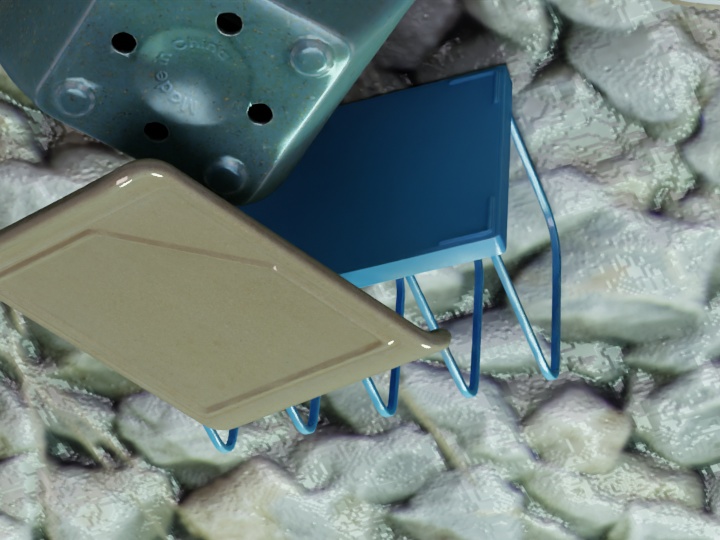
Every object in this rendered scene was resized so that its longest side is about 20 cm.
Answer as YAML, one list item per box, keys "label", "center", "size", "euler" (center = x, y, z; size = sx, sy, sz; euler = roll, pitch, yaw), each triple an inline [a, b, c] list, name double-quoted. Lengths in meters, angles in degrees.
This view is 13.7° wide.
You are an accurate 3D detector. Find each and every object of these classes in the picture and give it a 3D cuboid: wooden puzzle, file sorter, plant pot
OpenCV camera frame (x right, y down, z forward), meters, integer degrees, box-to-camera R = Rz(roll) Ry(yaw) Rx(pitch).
- label: "wooden puzzle"
  center: [-0.082, 0.010, 1.459]
  size: [0.200, 0.037, 0.185]
  euler: [29, 149, -28]
- label: "file sorter"
  center: [0.000, 0.000, 1.590]
  size: [0.200, 0.139, 0.123]
  euler: [-13, 130, 16]
- label: "plant pot"
  center: [-0.070, -0.147, 1.438]
  size: [0.196, 0.200, 0.196]
  euler: [27, 127, -15]

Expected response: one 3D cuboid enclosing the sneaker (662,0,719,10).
- label: "sneaker"
  center: [0.230, -0.181, 1.414]
  size: [0.200, 0.071, 0.113]
  euler: [1, 132, 8]
